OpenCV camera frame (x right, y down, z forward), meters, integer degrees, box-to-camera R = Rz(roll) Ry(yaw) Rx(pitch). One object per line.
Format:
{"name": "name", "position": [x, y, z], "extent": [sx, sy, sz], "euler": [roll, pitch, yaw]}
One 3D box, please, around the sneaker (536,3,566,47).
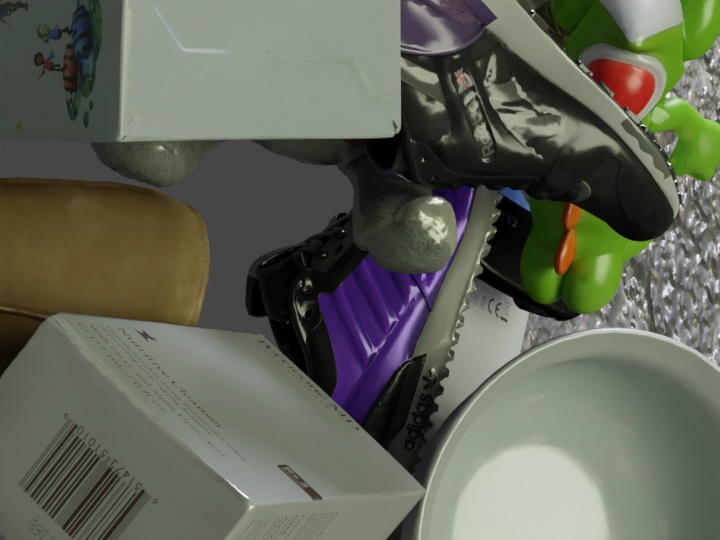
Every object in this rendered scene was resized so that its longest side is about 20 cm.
{"name": "sneaker", "position": [0.101, -0.126, 1.148], "extent": [0.112, 0.071, 0.200], "euler": [-92, 173, -68]}

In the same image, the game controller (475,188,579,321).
{"name": "game controller", "position": [0.088, -0.075, 1.185], "extent": [0.104, 0.042, 0.200], "euler": [36, 51, -45]}

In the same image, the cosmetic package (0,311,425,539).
{"name": "cosmetic package", "position": [-0.064, 0.083, 0.909], "extent": [0.081, 0.113, 0.200], "euler": [-51, 164, 11]}

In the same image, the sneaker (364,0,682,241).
{"name": "sneaker", "position": [0.046, -0.062, 0.934], "extent": [0.088, 0.076, 0.200], "euler": [-50, 120, -4]}

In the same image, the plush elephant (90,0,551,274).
{"name": "plush elephant", "position": [0.000, -0.121, 1.002], "extent": [0.200, 0.165, 0.155], "euler": [-63, 175, -52]}

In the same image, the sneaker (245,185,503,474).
{"name": "sneaker", "position": [0.000, 0.000, 1.067], "extent": [0.099, 0.070, 0.200], "euler": [18, 82, -9]}

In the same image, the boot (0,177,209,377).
{"name": "boot", "position": [-0.148, 0.042, 0.910], "extent": [0.200, 0.066, 0.175], "euler": [14, 95, -57]}

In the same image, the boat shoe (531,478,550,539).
{"name": "boat shoe", "position": [0.058, 0.164, 1.132], "extent": [0.063, 0.071, 0.200], "euler": [20, 85, -33]}

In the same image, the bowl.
{"name": "bowl", "position": [0.095, 0.126, 1.065], "extent": [0.201, 0.090, 0.201], "euler": [1, 87, -26]}

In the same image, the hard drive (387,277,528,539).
{"name": "hard drive", "position": [0.034, 0.046, 1.167], "extent": [0.132, 0.027, 0.200], "euler": [29, 69, -49]}

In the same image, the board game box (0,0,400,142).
{"name": "board game box", "position": [-0.107, -0.078, 0.846], "extent": [0.148, 0.200, 0.064], "euler": [-3, 94, -51]}

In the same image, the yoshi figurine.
{"name": "yoshi figurine", "position": [0.120, -0.081, 1.070], "extent": [0.112, 0.112, 0.200], "euler": [7, 103, -40]}
